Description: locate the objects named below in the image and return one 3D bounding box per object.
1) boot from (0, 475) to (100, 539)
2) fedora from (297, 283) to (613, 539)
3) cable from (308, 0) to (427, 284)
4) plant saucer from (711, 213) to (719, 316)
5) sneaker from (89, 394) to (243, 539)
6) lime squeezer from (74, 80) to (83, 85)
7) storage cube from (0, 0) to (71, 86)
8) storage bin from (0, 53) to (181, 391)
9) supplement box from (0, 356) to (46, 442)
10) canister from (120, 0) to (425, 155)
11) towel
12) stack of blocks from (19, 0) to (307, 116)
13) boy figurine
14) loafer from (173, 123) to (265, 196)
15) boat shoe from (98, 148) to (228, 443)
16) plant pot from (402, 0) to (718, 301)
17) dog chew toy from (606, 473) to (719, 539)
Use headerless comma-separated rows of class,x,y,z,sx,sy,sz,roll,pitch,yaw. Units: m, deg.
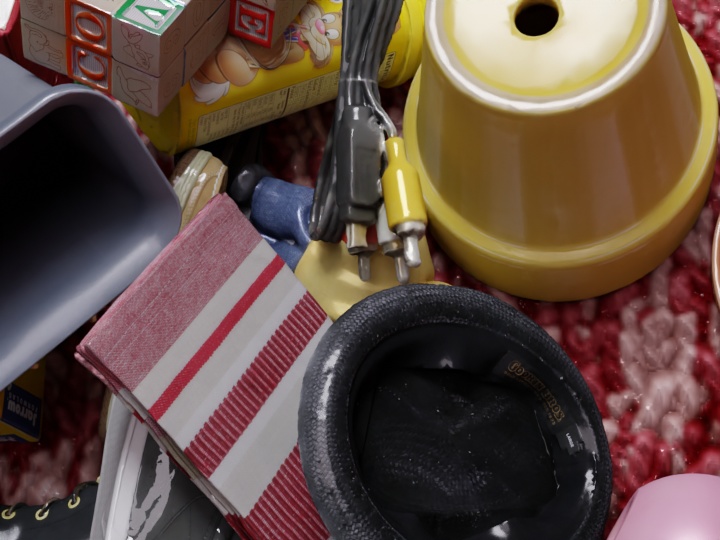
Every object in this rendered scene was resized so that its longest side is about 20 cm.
boot,-0.197,0.150,0.750,0.153,0.074,0.204,-38,81,-5
fedora,0.041,0.106,0.677,0.199,0.091,0.203,12,64,-26
cable,0.007,-0.092,0.717,0.050,0.097,0.202,8,79,-27
plant saucer,0.311,0.000,0.721,0.198,0.032,0.202,-4,69,12
sneaker,-0.094,0.110,0.699,0.098,0.071,0.202,13,74,-20
lime squeezer,-0.190,-0.067,0.827,0.037,0.070,0.202,14,107,30
storage cube,-0.282,-0.212,0.831,0.198,0.180,0.173,15,72,-1
storage bin,-0.221,-0.025,0.692,0.200,0.146,0.134,-40,45,-11
supplement box,-0.278,0.009,0.808,0.108,0.110,0.202,-6,69,10
canister,-0.068,-0.164,0.791,0.199,0.087,0.149,-24,60,-29
towel,-0.054,0.071,0.689,0.023,0.200,0.144,-24,21,44
stack of blocks,-0.094,-0.179,0.703,0.114,0.059,0.201,23,50,8
boy figurine,0.000,0.000,0.770,0.199,0.064,0.125,27,94,19
loafer,-0.098,-0.126,0.844,0.071,0.063,0.202,-5,69,11
boat shoe,-0.103,0.026,0.760,0.075,0.072,0.202,18,110,4
plant pot,0.113,-0.106,0.721,0.199,0.189,0.203,-5,68,12
dog chew toy,0.216,0.193,0.625,0.199,0.125,0.125,29,78,13
